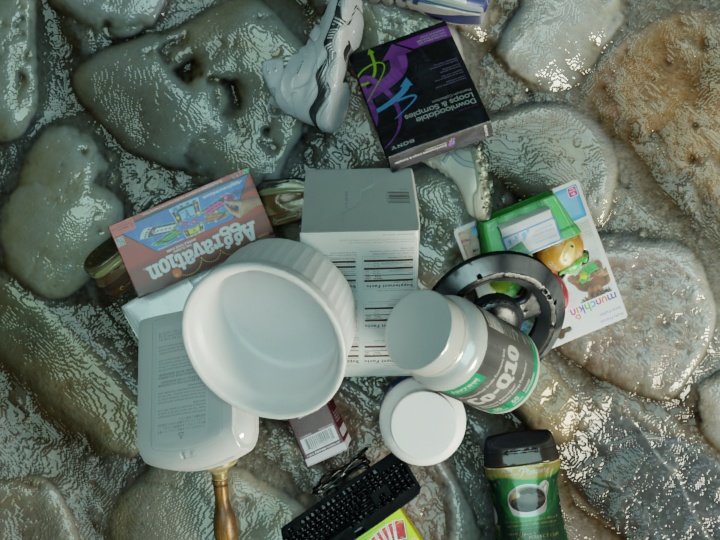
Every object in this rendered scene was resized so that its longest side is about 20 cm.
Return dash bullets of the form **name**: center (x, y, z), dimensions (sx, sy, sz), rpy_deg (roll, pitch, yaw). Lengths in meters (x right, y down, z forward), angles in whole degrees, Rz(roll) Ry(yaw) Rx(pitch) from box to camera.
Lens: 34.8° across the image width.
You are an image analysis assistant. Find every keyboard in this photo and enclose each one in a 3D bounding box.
- **keyboard**: center (-0.025, 0.306, 1.528), dimensions (0.199, 0.040, 0.104), rpy_deg (-34, 52, -1)

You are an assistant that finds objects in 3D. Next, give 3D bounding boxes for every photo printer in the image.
- **photo printer**: center (-0.205, 0.150, 1.448), dimensions (0.165, 0.069, 0.203), rpy_deg (-13, 69, 26)

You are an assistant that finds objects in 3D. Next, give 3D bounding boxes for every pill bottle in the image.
- **pill bottle**: center (0.079, 0.189, 1.473), dimensions (0.111, 0.200, 0.114), rpy_deg (0, 88, 0)
- **pill bottle**: center (0.121, 0.096, 1.366), dimensions (0.112, 0.199, 0.115), rpy_deg (-15, 64, 34)

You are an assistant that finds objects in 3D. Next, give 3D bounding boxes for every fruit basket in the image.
- **fruit basket**: center (0.242, 0.005, 1.532), dimensions (0.183, 0.094, 0.202), rpy_deg (-21, 91, 0)

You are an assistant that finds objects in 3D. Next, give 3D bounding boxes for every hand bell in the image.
- **hand bell**: center (-0.188, 0.291, 1.543), dimensions (0.103, 0.104, 0.203), rpy_deg (-6, 99, 1)

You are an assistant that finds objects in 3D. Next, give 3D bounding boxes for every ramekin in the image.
- **ramekin**: center (-0.099, 0.061, 1.331), dimensions (0.198, 0.098, 0.203), rpy_deg (7, 119, 13)

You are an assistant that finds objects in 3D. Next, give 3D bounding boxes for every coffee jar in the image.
- **coffee jar**: center (0.221, 0.314, 1.524), dimensions (0.103, 0.085, 0.203), rpy_deg (-7, 89, 4)

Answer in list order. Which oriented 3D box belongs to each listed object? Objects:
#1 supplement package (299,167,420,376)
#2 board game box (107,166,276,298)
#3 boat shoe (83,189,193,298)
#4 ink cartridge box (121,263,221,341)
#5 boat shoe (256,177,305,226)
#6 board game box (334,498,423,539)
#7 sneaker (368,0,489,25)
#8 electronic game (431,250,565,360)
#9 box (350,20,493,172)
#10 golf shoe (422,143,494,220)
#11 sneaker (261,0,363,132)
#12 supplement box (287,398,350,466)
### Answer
- **supplement package**: center (0.000, 0.000, 1.452), dimensions (0.145, 0.192, 0.202), rpy_deg (-1, 118, 0)
- **board game box**: center (-0.221, -0.050, 1.514), dimensions (0.198, 0.019, 0.104), rpy_deg (-24, 98, -8)
- **boat shoe**: center (-0.277, -0.038, 1.559), dimensions (0.199, 0.072, 0.068), rpy_deg (-35, 121, -8)
- **ink cartridge box**: center (-0.211, 0.046, 1.558), dimensions (0.199, 0.050, 0.110), rpy_deg (-31, 87, -1)
- **boat shoe**: center (-0.041, -0.092, 1.553), dimensions (0.197, 0.076, 0.075), rpy_deg (-3, 94, 9)
- **board game box**: center (-0.010, 0.402, 1.544), dimensions (0.199, 0.048, 0.102), rpy_deg (-34, 87, -1)
- **sneaker**: center (0.085, -0.410, 1.552), dimensions (0.197, 0.081, 0.117), rpy_deg (16, 91, 3)
- **electronic game**: center (0.171, 0.065, 1.487), dimensions (0.197, 0.042, 0.202), rpy_deg (-6, 120, -10)
- **box**: center (0.078, -0.232, 1.517), dimensions (0.141, 0.036, 0.202), rpy_deg (-20, 55, 1)
- **golf shoe**: center (0.121, -0.148, 1.536), dimensions (0.096, 0.078, 0.202), rpy_deg (-17, 63, 10)
- **sneaker**: center (-0.066, -0.291, 1.535), dimensions (0.114, 0.075, 0.203), rpy_deg (11, 94, 21)
- **supplement box**: center (-0.080, 0.150, 1.523), dimensions (0.060, 0.109, 0.202), rpy_deg (-23, 87, 2)
